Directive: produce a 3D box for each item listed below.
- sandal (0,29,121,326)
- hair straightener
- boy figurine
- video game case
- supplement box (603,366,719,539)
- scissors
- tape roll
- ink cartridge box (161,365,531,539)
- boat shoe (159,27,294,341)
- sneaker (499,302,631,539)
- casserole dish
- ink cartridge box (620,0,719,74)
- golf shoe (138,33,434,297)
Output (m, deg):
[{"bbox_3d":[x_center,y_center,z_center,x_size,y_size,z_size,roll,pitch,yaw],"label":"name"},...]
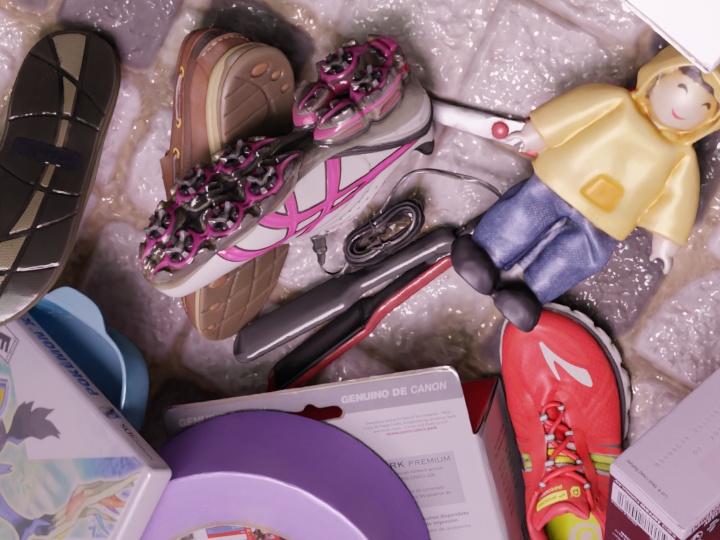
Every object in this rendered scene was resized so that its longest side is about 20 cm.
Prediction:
[{"bbox_3d":[-0.196,-0.049,1.543,0.079,0.057,0.202,23,70,4],"label":"sandal"},{"bbox_3d":[0.000,0.000,1.548,0.199,0.041,0.077,-33,118,21],"label":"hair straightener"},{"bbox_3d":[0.147,-0.053,1.474,0.124,0.064,0.200,45,108,-6],"label":"boy figurine"},{"bbox_3d":[-0.207,0.146,1.524,0.182,0.022,0.201,43,115,35],"label":"video game case"},{"bbox_3d":[0.196,0.144,1.469,0.061,0.109,0.200,42,159,24],"label":"supplement box"},{"bbox_3d":[0.095,-0.075,1.523,0.198,0.014,0.074,1,111,12],"label":"scissors"},{"bbox_3d":[-0.060,0.192,1.527,0.198,0.085,0.202,5,113,12],"label":"tape roll"},{"bbox_3d":[-0.004,0.134,1.582,0.198,0.084,0.177,-8,111,17],"label":"ink cartridge box"},{"bbox_3d":[-0.085,-0.054,1.554,0.067,0.072,0.201,31,128,38],"label":"boat shoe"},{"bbox_3d":[0.128,0.117,1.546,0.076,0.085,0.201,-9,107,16],"label":"sneaker"},{"bbox_3d":[-0.185,0.107,1.547,0.121,0.039,0.201,30,109,37],"label":"casserole dish"},{"bbox_3d":[0.208,-0.205,1.346,0.084,0.200,0.144,40,114,-2],"label":"ink cartridge box"},{"bbox_3d":[-0.037,-0.043,1.489,0.200,0.073,0.092,-38,131,-6],"label":"golf shoe"}]
